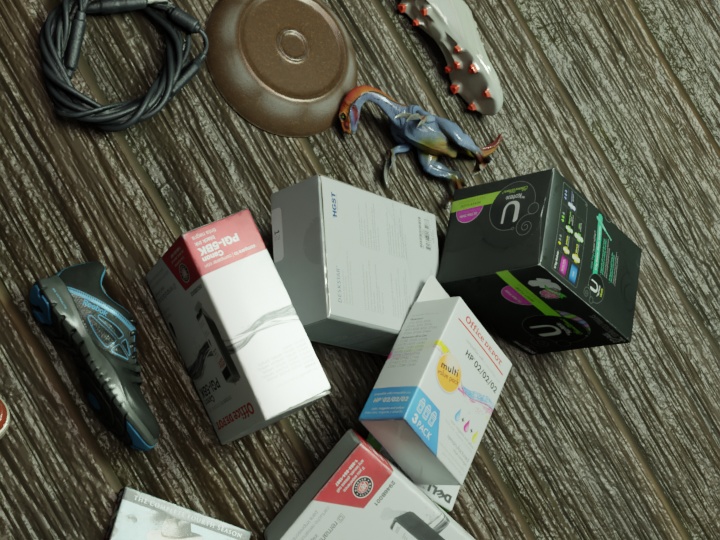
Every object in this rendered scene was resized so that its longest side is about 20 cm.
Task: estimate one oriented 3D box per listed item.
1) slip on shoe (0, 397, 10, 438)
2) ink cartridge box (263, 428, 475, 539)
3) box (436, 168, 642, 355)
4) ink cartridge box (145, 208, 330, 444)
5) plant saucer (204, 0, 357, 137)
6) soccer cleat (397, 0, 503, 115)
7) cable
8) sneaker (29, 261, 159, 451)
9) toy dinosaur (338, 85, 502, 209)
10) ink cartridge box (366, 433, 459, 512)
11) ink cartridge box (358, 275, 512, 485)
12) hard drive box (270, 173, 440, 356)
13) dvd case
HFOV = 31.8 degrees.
[{"bbox_3d":[-0.418,0.108,1.170,0.198,0.061,0.075,30,60,-17],"label":"slip on shoe"},{"bbox_3d":[0.021,0.287,1.295,0.200,0.084,0.145,42,87,-10],"label":"ink cartridge box"},{"bbox_3d":[0.208,-0.005,1.450,0.199,0.147,0.126,34,58,-39],"label":"box"},{"bbox_3d":[-0.128,0.062,1.286,0.082,0.147,0.202,-22,83,-29],"label":"ink cartridge box"},{"bbox_3d":[-0.085,-0.258,1.484,0.197,0.037,0.204,10,68,-24],"label":"plant saucer"},{"bbox_3d":[0.127,-0.289,1.588,0.077,0.069,0.201,-33,87,-35],"label":"soccer cleat"},{"bbox_3d":[-0.267,-0.240,1.374,0.163,0.051,0.201,44,60,-8],"label":"cable"},{"bbox_3d":[-0.247,0.083,1.261,0.081,0.073,0.202,-30,89,-33],"label":"sneaker"},{"bbox_3d":[0.062,-0.161,1.521,0.181,0.105,0.200,43,26,-2],"label":"toy dinosaur"},{"bbox_3d":[0.061,0.202,1.388,0.103,0.059,0.202,32,61,-14],"label":"ink cartridge box"},{"bbox_3d":[0.089,0.111,1.338,0.115,0.067,0.202,50,51,-30],"label":"ink cartridge box"},{"bbox_3d":[0.000,0.000,1.375,0.199,0.076,0.159,17,63,-47],"label":"hard drive box"},{"bbox_3d":[-0.197,0.331,1.232,0.144,0.022,0.203,24,63,-19],"label":"dvd case"}]
